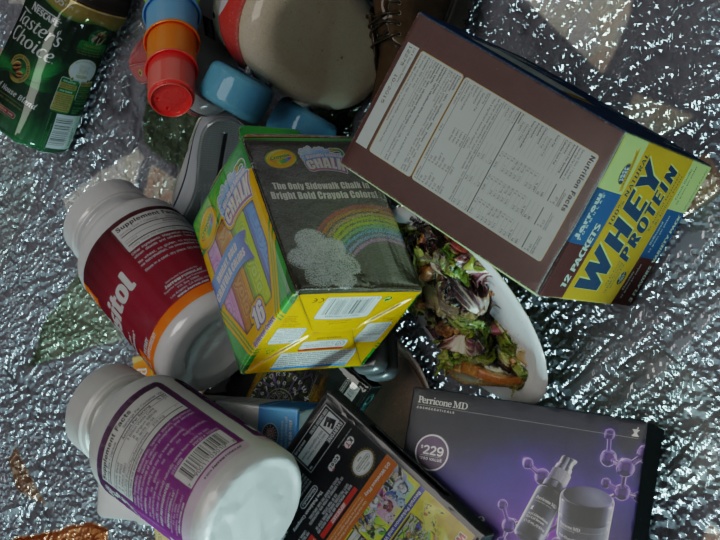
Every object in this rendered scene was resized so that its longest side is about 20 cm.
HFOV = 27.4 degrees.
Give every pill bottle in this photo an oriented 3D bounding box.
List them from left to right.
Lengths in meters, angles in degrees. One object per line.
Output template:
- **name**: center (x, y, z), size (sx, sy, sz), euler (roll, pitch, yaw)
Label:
- **pill bottle**: center (-0.184, 0.008, 1.339), size (0.200, 0.113, 0.113), euler (44, 111, 33)
- **pill bottle**: center (-0.152, 0.154, 1.216), size (0.199, 0.112, 0.113), euler (28, 103, 37)

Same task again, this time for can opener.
- **can opener**: center (0.000, 0.000, 1.316), size (0.066, 0.053, 0.202), euler (-14, 69, 21)

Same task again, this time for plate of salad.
- **plate of salad**: center (0.077, 0.036, 1.224), size (0.048, 0.201, 0.200), euler (-36, 63, -20)

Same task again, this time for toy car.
- **toy car**: center (-0.087, -0.234, 1.343), size (0.200, 0.176, 0.185), euler (33, 95, 41)

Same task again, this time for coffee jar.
- **coffee jar**: center (-0.314, -0.230, 1.524), size (0.104, 0.085, 0.201), euler (35, 106, 28)

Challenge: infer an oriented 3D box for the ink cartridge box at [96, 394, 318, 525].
- **ink cartridge box**: center (-0.132, 0.170, 1.315), size (0.198, 0.068, 0.117), euler (3, 90, 23)

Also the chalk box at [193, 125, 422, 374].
- **chalk box**: center (-0.054, -0.032, 1.229), size (0.124, 0.124, 0.201), euler (-54, 47, 45)

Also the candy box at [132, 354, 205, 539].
- **candy box**: center (-0.149, 0.172, 1.424), size (0.115, 0.055, 0.202), euler (-12, 82, 28)

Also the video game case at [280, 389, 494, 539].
- **video game case**: center (-0.015, 0.232, 1.204), size (0.181, 0.025, 0.201), euler (40, 104, 25)

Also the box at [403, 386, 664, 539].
- **box**: center (0.134, 0.180, 1.204), size (0.199, 0.079, 0.142), euler (6, 79, 22)

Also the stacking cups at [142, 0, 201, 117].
- **stacking cups**: center (-0.164, -0.217, 1.305), size (0.060, 0.060, 0.201), euler (-38, 39, 26)

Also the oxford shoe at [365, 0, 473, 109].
- **oxford shoe**: center (0.031, -0.189, 1.254), size (0.072, 0.084, 0.201), euler (-16, 48, 44)

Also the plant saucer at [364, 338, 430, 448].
- **plant saucer**: center (-0.009, 0.144, 1.352), size (0.199, 0.034, 0.202), euler (-2, 87, 32)

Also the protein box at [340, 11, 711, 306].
- **protein box**: center (0.134, -0.084, 1.168), size (0.200, 0.198, 0.136), euler (35, 104, 28)

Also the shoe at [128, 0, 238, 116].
- **shoe**: center (-0.170, -0.189, 1.405), size (0.091, 0.071, 0.201), euler (-45, 32, 28)

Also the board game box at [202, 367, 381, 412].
- **board game box**: center (-0.087, 0.143, 1.349), size (0.135, 0.028, 0.201), euler (40, 104, 21)

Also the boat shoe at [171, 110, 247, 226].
- **boat shoe**: center (-0.144, -0.072, 1.428), size (0.067, 0.073, 0.201), euler (-106, 32, -59)
